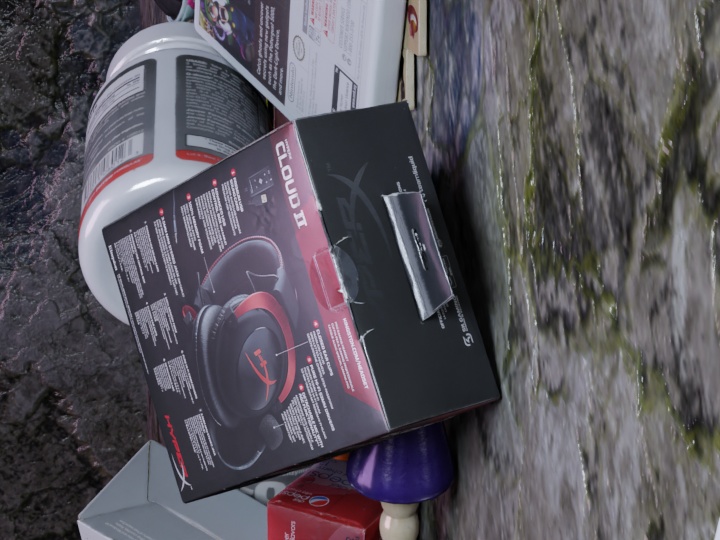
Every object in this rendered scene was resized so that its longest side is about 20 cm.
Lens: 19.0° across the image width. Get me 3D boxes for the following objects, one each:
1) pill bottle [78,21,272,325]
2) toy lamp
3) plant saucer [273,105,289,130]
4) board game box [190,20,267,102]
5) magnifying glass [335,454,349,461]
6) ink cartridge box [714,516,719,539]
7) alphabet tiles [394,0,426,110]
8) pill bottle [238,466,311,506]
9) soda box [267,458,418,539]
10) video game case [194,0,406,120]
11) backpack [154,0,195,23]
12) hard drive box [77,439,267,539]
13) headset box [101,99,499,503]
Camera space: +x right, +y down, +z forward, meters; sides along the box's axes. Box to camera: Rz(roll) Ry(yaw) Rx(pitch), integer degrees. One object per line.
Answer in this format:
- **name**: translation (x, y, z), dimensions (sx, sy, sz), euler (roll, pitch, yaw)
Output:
- **pill bottle**: translation (-0.107, -0.061, 1.282), dimensions (0.201, 0.115, 0.117), euler (-96, 8, -56)
- **toy lamp**: translation (0.020, 0.154, 1.118), dimensions (0.058, 0.058, 0.202), euler (-114, 21, -65)
- **plant saucer**: translation (-0.030, -0.065, 1.427), dimensions (0.200, 0.032, 0.202), euler (178, 90, -81)
- **board game box**: translation (-0.117, -0.155, 1.852), dimensions (0.200, 0.056, 0.167), euler (109, 159, -66)
- **magnifying glass**: translation (-0.005, 0.135, 1.269), dimensions (0.080, 0.022, 0.202), euler (-110, 8, -73)
- **ink cartridge box**: translation (0.128, 0.125, 0.510), dimensions (0.198, 0.047, 0.201), euler (-102, 15, -49)
- **alphabet tiles**: translation (0.018, -0.195, 1.184), dimensions (0.166, 0.006, 0.202), euler (-129, 38, -74)
- **pill bottle**: translation (-0.053, 0.080, 1.358), dimensions (0.201, 0.112, 0.114), euler (97, 167, -48)
- **soda box**: translation (-0.011, 0.211, 1.213), dimensions (0.070, 0.063, 0.202), euler (-35, -49, -55)
- **video game case**: translation (-0.035, -0.174, 1.199), dimensions (0.182, 0.023, 0.201), euler (44, 144, 36)
- **backpack**: translation (-0.089, -0.260, 1.365), dimensions (0.178, 0.149, 0.201), euler (104, 157, -52)
- **hard drive box**: translation (-0.087, 0.225, 1.374), dimensions (0.077, 0.155, 0.201), euler (-46, -29, -32)
- **headset box**: translation (-0.027, 0.016, 1.034), dimensions (0.200, 0.075, 0.150), euler (-25, 80, 50)
